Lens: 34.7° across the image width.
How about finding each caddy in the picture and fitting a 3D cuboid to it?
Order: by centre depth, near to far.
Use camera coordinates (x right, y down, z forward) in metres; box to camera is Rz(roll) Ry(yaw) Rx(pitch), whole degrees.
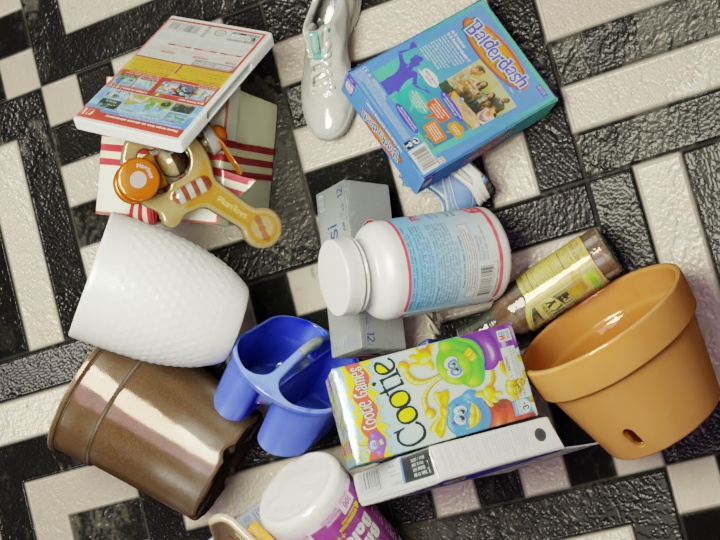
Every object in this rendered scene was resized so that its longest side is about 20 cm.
[{"bbox_3d":[-0.077,0.123,1.341,0.141,0.200,0.106,35,115,12],"label":"caddy"}]

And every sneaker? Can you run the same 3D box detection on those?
[{"bbox_3d":[0.065,-0.138,1.353,0.077,0.076,0.200,-46,76,8],"label":"sneaker"},{"bbox_3d":[-0.045,-0.259,1.383,0.074,0.088,0.203,3,91,16],"label":"sneaker"}]

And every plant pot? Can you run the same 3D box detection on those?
[{"bbox_3d":[0.290,0.105,1.232,0.199,0.200,0.141,-34,96,14],"label":"plant pot"},{"bbox_3d":[-0.237,0.184,1.397,0.197,0.200,0.202,31,99,7],"label":"plant pot"}]

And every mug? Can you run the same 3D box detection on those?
[{"bbox_3d":[-0.226,0.028,1.324,0.174,0.200,0.149,20,96,-12],"label":"mug"}]

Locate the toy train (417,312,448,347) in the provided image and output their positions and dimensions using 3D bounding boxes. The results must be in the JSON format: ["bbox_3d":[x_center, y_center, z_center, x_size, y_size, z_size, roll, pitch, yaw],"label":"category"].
[{"bbox_3d":[0.056,0.112,1.363,0.115,0.084,0.202,-17,78,34],"label":"toy train"}]

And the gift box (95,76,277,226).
[{"bbox_3d":[-0.196,-0.145,1.379,0.198,0.187,0.187,0,90,18],"label":"gift box"}]

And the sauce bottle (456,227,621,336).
[{"bbox_3d":[0.202,0.030,1.318,0.199,0.065,0.065,-36,80,16],"label":"sauce bottle"}]

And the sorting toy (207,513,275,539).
[{"bbox_3d":[-0.084,0.349,1.317,0.199,0.185,0.037,37,71,10],"label":"sorting toy"}]

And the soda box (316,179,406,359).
[{"bbox_3d":[0.000,0.000,1.350,0.063,0.068,0.202,-23,69,50],"label":"soda box"}]

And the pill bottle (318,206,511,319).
[{"bbox_3d":[0.059,-0.006,1.274,0.198,0.109,0.110,-8,86,-25],"label":"pill bottle"}]

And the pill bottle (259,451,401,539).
[{"bbox_3d":[-0.019,0.313,1.323,0.112,0.113,0.201,-29,117,15],"label":"pill bottle"}]

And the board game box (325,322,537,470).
[{"bbox_3d":[0.072,0.136,1.238,0.198,0.105,0.104,-14,80,-8],"label":"board game box"}]

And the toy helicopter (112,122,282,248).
[{"bbox_3d":[-0.167,-0.097,1.269,0.199,0.079,0.133,33,82,-13],"label":"toy helicopter"}]

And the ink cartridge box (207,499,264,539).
[{"bbox_3d":[-0.116,0.353,1.429,0.199,0.042,0.120,-38,80,12],"label":"ink cartridge box"}]

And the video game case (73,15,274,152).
[{"bbox_3d":[-0.202,-0.210,1.270,0.142,0.018,0.201,14,50,24],"label":"video game case"}]

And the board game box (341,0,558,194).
[{"bbox_3d":[0.101,-0.199,1.307,0.199,0.045,0.153,-31,79,-20],"label":"board game box"}]

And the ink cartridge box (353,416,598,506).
[{"bbox_3d":[0.119,0.203,1.235,0.198,0.198,0.044,-7,75,-26],"label":"ink cartridge box"}]
